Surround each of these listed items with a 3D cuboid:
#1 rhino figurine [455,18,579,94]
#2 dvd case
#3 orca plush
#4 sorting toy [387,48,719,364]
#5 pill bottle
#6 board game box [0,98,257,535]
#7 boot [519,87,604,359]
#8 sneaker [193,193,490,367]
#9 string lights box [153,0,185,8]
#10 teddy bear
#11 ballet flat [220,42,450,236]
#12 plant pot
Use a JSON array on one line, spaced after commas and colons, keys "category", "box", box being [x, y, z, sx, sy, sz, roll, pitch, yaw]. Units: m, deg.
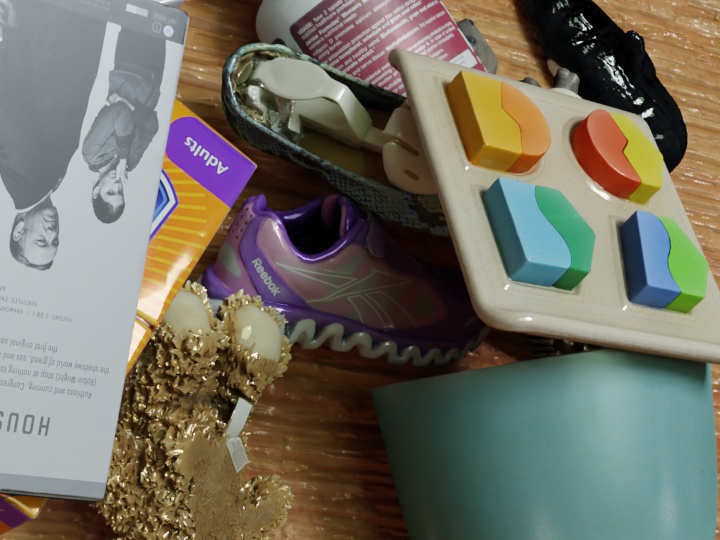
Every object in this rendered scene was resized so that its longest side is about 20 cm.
[{"category": "rhino figurine", "box": [0.111, -0.099, 1.003, 0.200, 0.060, 0.088, 44, 55, -9]}, {"category": "dvd case", "box": [-0.148, -0.020, 0.563, 0.149, 0.025, 0.203, 13, 86, -38]}, {"category": "orca plush", "box": [0.182, -0.163, 1.057, 0.104, 0.071, 0.202, -21, 85, -33]}, {"category": "sorting toy", "box": [0.117, -0.039, 0.795, 0.183, 0.037, 0.202, 10, 45, -33]}, {"category": "pill bottle", "box": [0.003, -0.141, 0.923, 0.109, 0.109, 0.201, -36, 94, -33]}, {"category": "board game box", "box": [-0.209, -0.006, 0.702, 0.199, 0.200, 0.201, 38, 59, -14]}, {"category": "boot", "box": [0.137, -0.018, 0.948, 0.108, 0.074, 0.201, -74, 155, -43]}, {"category": "sneaker", "box": [0.000, 0.000, 0.876, 0.198, 0.081, 0.090, 6, 113, -29]}, {"category": "string lights box", "box": [-0.182, -0.119, 0.599, 0.199, 0.059, 0.104, -26, 90, -34]}, {"category": "teddy bear", "box": [-0.097, 0.104, 0.790, 0.144, 0.066, 0.203, -9, 103, -49]}, {"category": "ballet flat", "box": [0.005, -0.076, 0.836, 0.198, 0.075, 0.075, 20, 60, 14]}, {"category": "plant pot", "box": [0.114, 0.133, 0.856, 0.198, 0.200, 0.164, -6, 84, -31]}]
